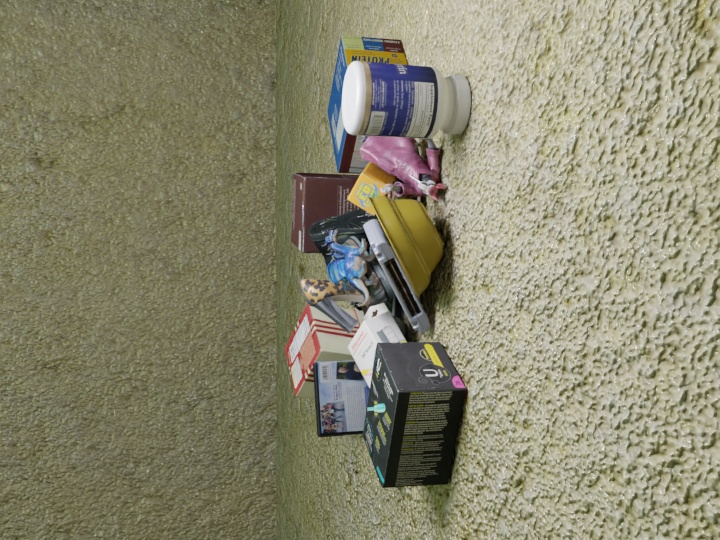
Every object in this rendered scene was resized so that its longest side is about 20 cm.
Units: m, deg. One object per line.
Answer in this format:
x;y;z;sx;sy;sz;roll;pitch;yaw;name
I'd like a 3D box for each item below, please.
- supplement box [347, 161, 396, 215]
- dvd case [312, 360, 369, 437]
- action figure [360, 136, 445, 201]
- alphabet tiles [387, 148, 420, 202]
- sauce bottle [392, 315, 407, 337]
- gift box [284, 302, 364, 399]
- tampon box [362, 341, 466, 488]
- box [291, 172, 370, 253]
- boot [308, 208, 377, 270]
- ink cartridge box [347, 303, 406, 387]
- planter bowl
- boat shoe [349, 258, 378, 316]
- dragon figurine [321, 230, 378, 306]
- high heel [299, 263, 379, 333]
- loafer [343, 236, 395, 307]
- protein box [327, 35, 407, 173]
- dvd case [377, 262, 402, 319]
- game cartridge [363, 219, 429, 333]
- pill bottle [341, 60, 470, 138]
0.033;-0.178;1.552;0.067;0.068;0.201;-59;4;25;supplement box
0.003;0.253;1.591;0.018;0.196;0.146;147;121;-65;dvd case
0.087;-0.182;1.458;0.201;0.134;0.149;50;-178;32;action figure
0.086;-0.117;1.581;0.168;0.007;0.204;121;153;-55;alphabet tiles
0.048;0.162;1.697;0.201;0.063;0.066;114;152;-62;sauce bottle
-0.065;0.204;1.899;0.202;0.183;0.187;-59;32;36;gift box
0.090;0.248;1.387;0.150;0.123;0.204;-116;30;-60;tampon box
-0.050;-0.134;1.822;0.164;0.195;0.170;-142;54;-73;box
0.002;-0.041;1.698;0.170;0.196;0.077;62;-150;-31;boot
0.041;0.164;1.553;0.202;0.066;0.118;60;149;21;ink cartridge box
0.093;-0.060;1.400;0.203;0.082;0.200;63;-176;-7;planter bowl
0.009;0.057;1.839;0.072;0.071;0.204;120;148;-64;boat shoe
-0.022;0.005;1.489;0.059;0.098;0.203;40;-144;-45;dragon figurine
-0.029;0.014;1.618;0.201;0.142;0.072;-54;3;-37;high heel
0.000;0.000;1.553;0.200;0.062;0.073;52;168;52;loafer
0.018;-0.345;1.675;0.202;0.132;0.202;106;160;-49;protein box
0.066;-0.010;1.703;0.150;0.024;0.205;-139;52;-72;dvd case
0.066;0.006;1.480;0.202;0.040;0.133;62;180;-25;game cartridge
0.075;-0.276;1.306;0.116;0.195;0.119;-179;90;-75;pill bottle
